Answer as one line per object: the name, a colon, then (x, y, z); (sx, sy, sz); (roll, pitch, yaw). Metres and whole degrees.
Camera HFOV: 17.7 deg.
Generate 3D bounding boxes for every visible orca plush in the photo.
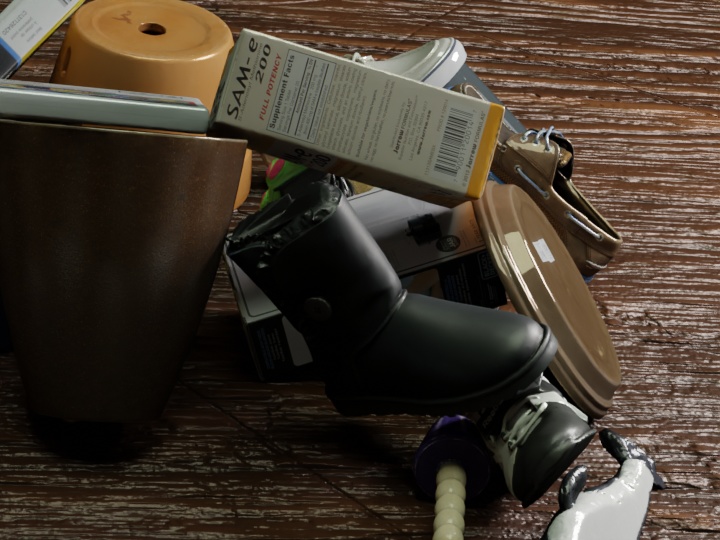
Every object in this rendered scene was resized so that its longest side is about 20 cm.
orca plush: (0.139, 0.174, 1.553); (0.071, 0.106, 0.200); (-16, 28, 28)

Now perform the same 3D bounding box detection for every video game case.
video game case: (-0.217, -0.125, 1.750); (0.198, 0.023, 0.182); (5, 6, -7)

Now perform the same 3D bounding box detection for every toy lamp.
toy lamp: (0.061, 0.164, 1.563); (0.058, 0.059, 0.200); (8, 29, -2)

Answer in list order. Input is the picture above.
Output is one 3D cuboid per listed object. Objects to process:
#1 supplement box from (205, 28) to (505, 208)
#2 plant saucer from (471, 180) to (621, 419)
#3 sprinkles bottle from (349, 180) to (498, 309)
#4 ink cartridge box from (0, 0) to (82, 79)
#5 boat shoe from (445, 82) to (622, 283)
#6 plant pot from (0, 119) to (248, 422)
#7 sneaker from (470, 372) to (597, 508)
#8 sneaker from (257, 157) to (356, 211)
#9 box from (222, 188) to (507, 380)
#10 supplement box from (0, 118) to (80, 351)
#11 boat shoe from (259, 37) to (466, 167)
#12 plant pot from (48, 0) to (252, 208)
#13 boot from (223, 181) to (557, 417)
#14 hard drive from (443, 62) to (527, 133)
supplement box: (-0.007, -0.107, 1.684); (0.198, 0.074, 0.126); (16, -3, -6)
plant saucer: (0.143, 0.017, 1.735); (0.029, 0.201, 0.201); (-29, 25, 14)
sprinkles bottle: (0.046, -0.025, 1.893); (0.068, 0.069, 0.200); (-5, 31, -24)
ink cartridge box: (-0.291, -0.198, 1.965); (0.047, 0.198, 0.200); (43, -10, -6)
boat shoe: (0.144, -0.082, 1.918); (0.201, 0.072, 0.072); (53, 23, 1)
plant pot: (-0.178, 0.001, 1.622); (0.185, 0.202, 0.187); (5, 4, 0)
sneaker: (0.109, 0.104, 1.594); (0.089, 0.074, 0.200); (45, 2, -1)
sneaker: (-0.033, -0.068, 1.841); (0.083, 0.200, 0.077); (20, 69, 0)
box: (0.000, 0.000, 1.765); (0.198, 0.060, 0.117); (-17, 38, -5)
supplement box: (-0.289, -0.040, 1.779); (0.108, 0.110, 0.200); (10, 29, 2)
boat shoe: (-0.004, -0.151, 1.994); (0.199, 0.070, 0.071); (-33, 17, 8)
plant pot: (-0.183, -0.144, 1.969); (0.198, 0.141, 0.201); (7, 29, -4)
boot: (0.016, 0.018, 1.582); (0.199, 0.169, 0.077); (-8, 36, 40)
hard drive: (0.104, -0.096, 1.996); (0.140, 0.033, 0.200); (46, 24, -15)
